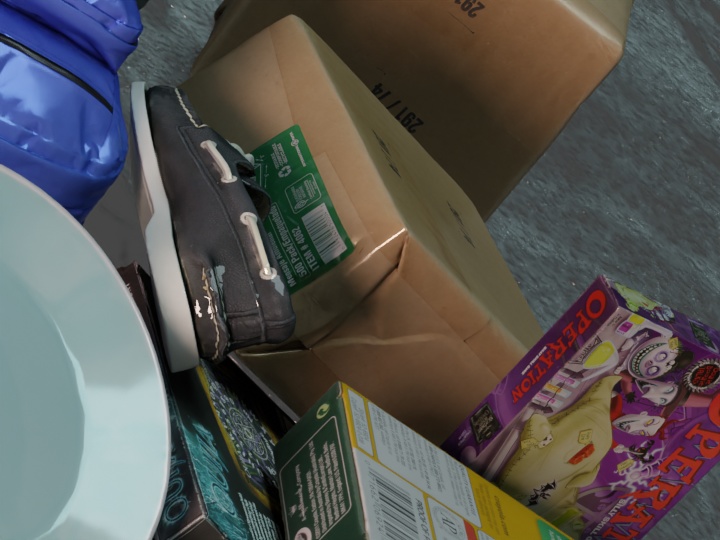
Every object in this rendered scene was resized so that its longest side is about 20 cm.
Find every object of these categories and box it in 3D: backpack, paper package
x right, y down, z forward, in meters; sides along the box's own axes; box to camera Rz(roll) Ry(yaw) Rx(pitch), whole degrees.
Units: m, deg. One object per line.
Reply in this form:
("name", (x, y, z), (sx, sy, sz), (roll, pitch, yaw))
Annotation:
("backpack", (-0.186, -0.099, 1.276), (0.162, 0.168, 0.200), (25, 33, -23))
("paper package", (0.032, -0.138, 1.648), (0.200, 0.191, 0.104), (36, 22, -9))
("paper package", (0.000, 0.000, 1.385), (0.191, 0.103, 0.200), (45, 13, -40))

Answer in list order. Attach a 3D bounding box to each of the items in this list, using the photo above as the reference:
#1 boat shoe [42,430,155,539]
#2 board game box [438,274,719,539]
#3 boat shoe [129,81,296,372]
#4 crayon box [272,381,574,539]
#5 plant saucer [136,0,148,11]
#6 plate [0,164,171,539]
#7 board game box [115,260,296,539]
("boat shoe", (-0.144, 0.087, 1.127), (0.201, 0.061, 0.072), (24, 27, -35))
("board game box", (0.094, 0.097, 1.313), (0.120, 0.200, 0.032), (21, 30, -39))
("boat shoe", (-0.069, -0.023, 1.257), (0.060, 0.076, 0.200), (-9, 39, -5))
("crayon box", (0.055, 0.148, 1.222), (0.200, 0.052, 0.126), (34, 22, -24))
("plant saucer", (-0.205, -0.164, 1.416), (0.201, 0.201, 0.039), (29, 68, -26))
("plate", (-0.157, 0.046, 1.074), (0.200, 0.026, 0.200), (25, 52, -36))
("board game box", (-0.056, 0.095, 1.241), (0.135, 0.028, 0.200), (47, 12, -32))
